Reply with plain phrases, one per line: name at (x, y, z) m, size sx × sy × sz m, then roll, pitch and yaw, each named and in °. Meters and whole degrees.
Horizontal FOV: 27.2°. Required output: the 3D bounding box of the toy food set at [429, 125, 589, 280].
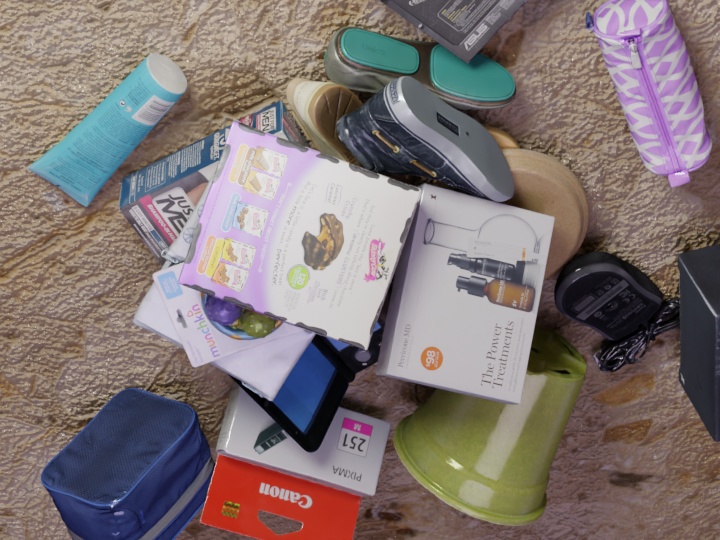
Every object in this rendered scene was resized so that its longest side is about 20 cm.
toy food set at (0.149, -0.055, 1.626) m, size 0.198 × 0.049 × 0.199 m, roll 18°, pitch 125°, yaw -18°

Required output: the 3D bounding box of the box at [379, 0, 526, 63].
box at (0.106, -0.316, 1.417) m, size 0.158 × 0.049 × 0.200 m, roll 31°, pitch 120°, yaw -24°

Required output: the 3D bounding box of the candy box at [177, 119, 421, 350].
candy box at (-0.060, -0.033, 1.473) m, size 0.198 × 0.072 × 0.169 m, roll 20°, pitch 88°, yaw -4°

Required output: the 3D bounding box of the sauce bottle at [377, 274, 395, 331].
sauce bottle at (0.000, 0.000, 1.620) m, size 0.066 × 0.066 × 0.200 m, roll -30°, pitch 119°, yaw 19°

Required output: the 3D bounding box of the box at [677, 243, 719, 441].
box at (0.469, 0.065, 1.680) m, size 0.198 × 0.118 × 0.198 m, roll -14°, pitch 129°, yaw -4°

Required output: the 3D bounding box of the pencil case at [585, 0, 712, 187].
pencil case at (0.298, -0.188, 1.508) m, size 0.083 × 0.086 × 0.201 m, roll -20°, pitch 128°, yaw 14°

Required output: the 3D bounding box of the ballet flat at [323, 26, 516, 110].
ballet flat at (0.058, -0.198, 1.509) m, size 0.198 × 0.068 × 0.064 m, roll 13°, pitch 154°, yaw -13°

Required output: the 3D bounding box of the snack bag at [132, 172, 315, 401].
snack bag at (-0.123, 0.022, 1.567) m, size 0.188 × 0.021 × 0.201 m, roll 30°, pitch 108°, yaw -14°

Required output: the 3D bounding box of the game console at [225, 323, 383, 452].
game console at (-0.044, 0.078, 1.673) m, size 0.170 × 0.119 × 0.200 m, roll -29°, pitch 125°, yaw 19°

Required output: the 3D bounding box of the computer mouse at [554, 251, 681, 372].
computer mouse at (0.284, 0.033, 1.704) m, size 0.138 × 0.053 × 0.200 m, roll -36°, pitch 136°, yaw 20°

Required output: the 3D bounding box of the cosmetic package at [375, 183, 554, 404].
cosmetic package at (0.109, 0.026, 1.548) m, size 0.149 × 0.052 × 0.202 m, roll 13°, pitch 83°, yaw -12°

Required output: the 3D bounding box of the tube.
tube at (-0.257, -0.142, 1.535) m, size 0.077 × 0.051 × 0.200 m, roll 36°, pitch 123°, yaw -23°

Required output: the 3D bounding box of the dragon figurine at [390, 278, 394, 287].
dragon figurine at (0.093, 0.060, 1.600) m, size 0.059 × 0.099 × 0.200 m, roll -51°, pitch 122°, yaw -8°

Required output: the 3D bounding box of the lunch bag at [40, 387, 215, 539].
lunch bag at (-0.260, 0.245, 1.750) m, size 0.135 × 0.200 × 0.133 m, roll 15°, pitch 135°, yaw 34°

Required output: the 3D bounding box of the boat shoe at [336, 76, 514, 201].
boat shoe at (0.068, -0.120, 1.504) m, size 0.090 × 0.071 × 0.200 m, roll -26°, pitch 137°, yaw 32°

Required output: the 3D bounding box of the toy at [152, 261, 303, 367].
toy at (-0.103, 0.028, 1.534) m, size 0.198 × 0.047 × 0.116 m, roll -20°, pitch 111°, yaw 4°

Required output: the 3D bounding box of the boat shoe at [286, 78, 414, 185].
boat shoe at (-0.009, -0.130, 1.548) m, size 0.072 × 0.065 × 0.200 m, roll -53°, pitch 136°, yaw -9°

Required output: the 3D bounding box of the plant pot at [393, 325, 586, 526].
plant pot at (0.165, 0.158, 1.723) m, size 0.199 × 0.201 × 0.185 m, roll 18°, pitch 114°, yaw -17°

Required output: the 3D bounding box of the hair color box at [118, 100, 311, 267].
hair color box at (-0.145, -0.087, 1.574) m, size 0.199 × 0.061 × 0.100 m, roll -25°, pitch 126°, yaw 14°

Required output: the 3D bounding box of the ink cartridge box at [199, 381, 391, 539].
ink cartridge box at (-0.077, 0.239, 1.773) m, size 0.198 × 0.175 × 0.044 m, roll 19°, pitch 163°, yaw -18°
